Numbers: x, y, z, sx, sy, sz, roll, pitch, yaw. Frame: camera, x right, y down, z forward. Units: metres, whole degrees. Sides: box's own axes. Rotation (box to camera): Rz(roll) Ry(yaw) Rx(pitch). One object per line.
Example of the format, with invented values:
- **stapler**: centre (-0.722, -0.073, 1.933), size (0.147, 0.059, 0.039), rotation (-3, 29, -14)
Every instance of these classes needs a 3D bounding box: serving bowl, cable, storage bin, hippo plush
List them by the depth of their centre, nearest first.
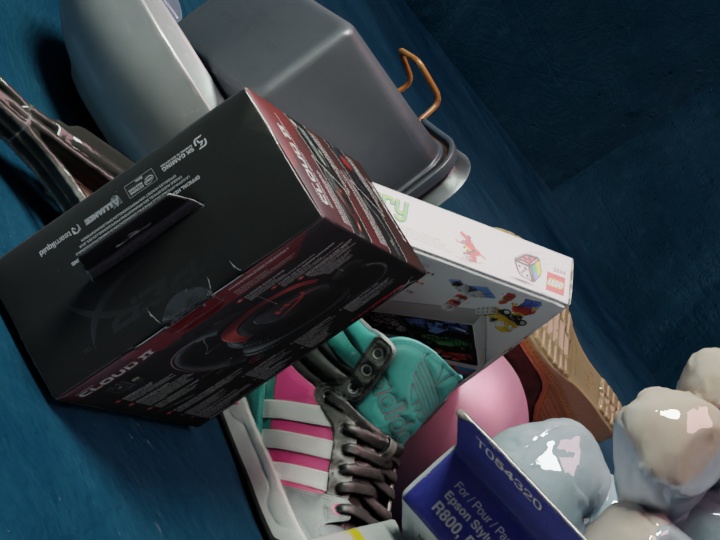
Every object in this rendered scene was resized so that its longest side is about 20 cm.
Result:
- **hippo plush**: centre (0.147, 0.117, 1.066), size (0.200, 0.159, 0.161), rotation (41, -19, -33)
- **cable**: centre (-0.168, -0.056, 1.079), size (0.200, 0.050, 0.097), rotation (35, 26, -33)
- **serving bowl**: centre (-0.122, -0.099, 1.281), size (0.200, 0.066, 0.200), rotation (57, 3, -4)
- **storage bin**: centre (-0.031, -0.116, 1.423), size (0.134, 0.145, 0.200), rotation (59, -10, -34)

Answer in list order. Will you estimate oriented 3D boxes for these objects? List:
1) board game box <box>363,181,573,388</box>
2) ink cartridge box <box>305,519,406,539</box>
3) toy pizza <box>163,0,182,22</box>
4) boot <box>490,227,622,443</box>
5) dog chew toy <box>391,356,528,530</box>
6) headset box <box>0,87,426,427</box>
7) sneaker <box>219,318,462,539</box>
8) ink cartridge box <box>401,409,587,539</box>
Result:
- **board game box**: centre (0.000, 0.000, 1.187), size (0.200, 0.126, 0.035), rotation (20, 58, -20)
- **ink cartridge box**: centre (-0.003, 0.190, 0.914), size (0.145, 0.083, 0.200), rotation (57, 10, 10)
- **toy pizza**: centre (-0.195, -0.246, 1.524), size (0.200, 0.032, 0.200), rotation (54, 9, -13)
- **boot**: centre (0.063, 0.063, 1.404), size (0.200, 0.166, 0.072), rotation (56, 33, -35)
- **dog chew toy**: centre (0.063, 0.132, 1.340), size (0.200, 0.124, 0.125), rotation (61, 7, -28)
- **headset box**: centre (-0.070, -0.001, 1.009), size (0.075, 0.149, 0.200), rotation (59, 10, 15)
- **sneaker**: centre (0.005, 0.095, 1.146), size (0.084, 0.121, 0.200), rotation (42, 17, -55)
- **ink cartridge box**: centre (0.093, 0.180, 0.989), size (0.196, 0.043, 0.200), rotation (47, -16, 22)
